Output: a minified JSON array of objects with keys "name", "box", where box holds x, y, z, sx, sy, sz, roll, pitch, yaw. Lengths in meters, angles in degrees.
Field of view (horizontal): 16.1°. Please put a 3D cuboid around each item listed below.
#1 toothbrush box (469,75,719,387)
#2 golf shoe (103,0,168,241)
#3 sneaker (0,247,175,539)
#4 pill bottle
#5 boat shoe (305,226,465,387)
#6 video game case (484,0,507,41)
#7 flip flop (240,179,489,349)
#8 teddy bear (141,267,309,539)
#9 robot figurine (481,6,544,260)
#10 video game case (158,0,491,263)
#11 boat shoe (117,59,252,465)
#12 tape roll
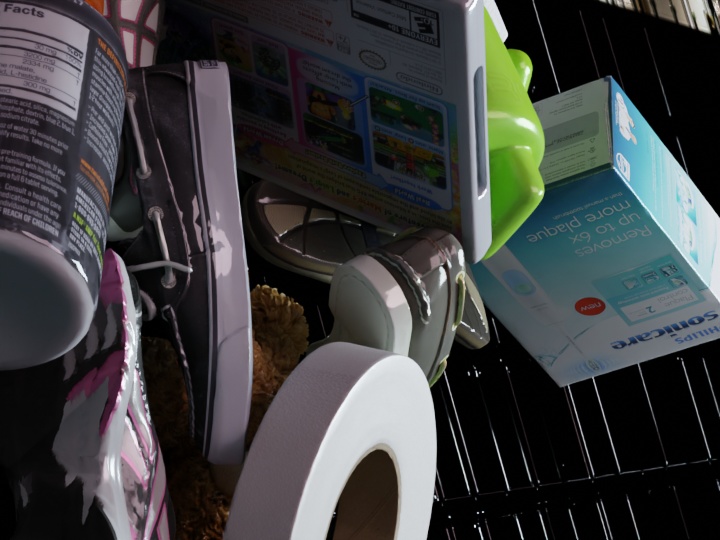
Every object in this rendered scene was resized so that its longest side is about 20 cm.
[{"name":"toothbrush box","box":[0.151,-0.022,1.722,0.200,0.146,0.085,47,35,-42]},{"name":"golf shoe","box":[-0.141,-0.112,1.291,0.088,0.077,0.200,-21,91,-57]},{"name":"sneaker","box":[-0.126,0.093,1.191,0.086,0.080,0.200,37,51,-62]},{"name":"pill bottle","box":[-0.163,-0.061,1.171,0.106,0.106,0.200,47,34,-40]},{"name":"boat shoe","box":[0.016,0.042,1.388,0.072,0.060,0.202,50,-23,17]},{"name":"video game case","box":[0.028,-0.197,1.725,0.181,0.036,0.200,62,27,-18]},{"name":"flip flop","box":[0.000,0.000,1.517,0.200,0.058,0.081,19,45,-39]},{"name":"teddy bear","box":[-0.063,0.070,1.322,0.145,0.067,0.200,56,29,-23]},{"name":"robot figurine","box":[0.035,-0.103,1.502,0.175,0.116,0.200,0,53,-36]},{"name":"video game case","box":[-0.023,-0.105,1.319,0.024,0.200,0.182,-50,151,-34]},{"name":"boat shoe","box":[-0.090,-0.003,1.238,0.074,0.068,0.199,173,-87,-84]},{"name":"tape roll","box":[-0.015,0.137,1.277,0.203,0.037,0.203,12,90,-69]}]
